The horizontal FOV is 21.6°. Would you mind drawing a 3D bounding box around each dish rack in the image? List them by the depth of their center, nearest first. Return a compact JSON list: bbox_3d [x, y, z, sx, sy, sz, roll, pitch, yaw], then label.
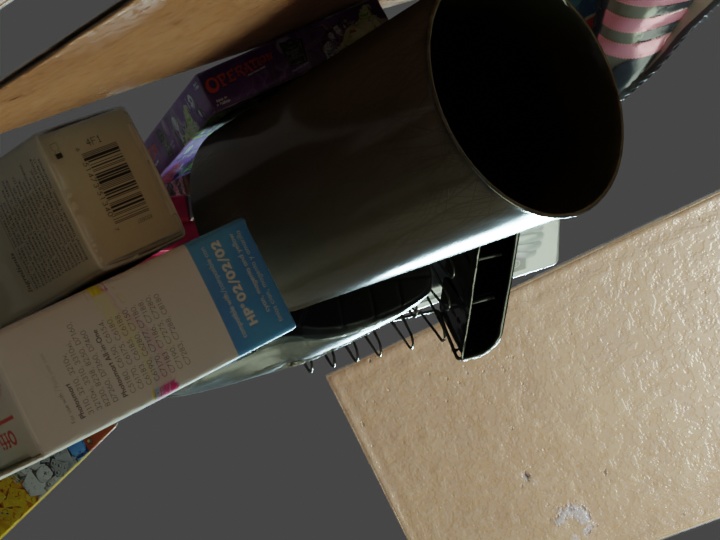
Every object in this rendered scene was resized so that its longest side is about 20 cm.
[{"bbox_3d":[0.000,0.000,1.203,0.198,0.055,0.155,-12,132,-20],"label":"dish rack"}]

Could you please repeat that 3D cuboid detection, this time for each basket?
[{"bbox_3d":[0.016,-0.061,1.019,0.199,0.137,0.180,-23,180,37],"label":"basket"}]

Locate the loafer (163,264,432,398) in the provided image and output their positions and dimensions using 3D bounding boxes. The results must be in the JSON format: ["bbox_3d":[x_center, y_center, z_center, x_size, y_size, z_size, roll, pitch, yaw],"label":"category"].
[{"bbox_3d":[-0.054,0.026,1.132,0.198,0.073,0.072,-13,157,-13],"label":"loafer"}]

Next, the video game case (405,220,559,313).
[{"bbox_3d":[0.041,-0.048,1.239,0.198,0.023,0.183,-17,134,-15],"label":"video game case"}]

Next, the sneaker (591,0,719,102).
[{"bbox_3d":[0.170,-0.173,1.159,0.200,0.082,0.070,-50,-176,45],"label":"sneaker"}]

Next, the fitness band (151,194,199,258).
[{"bbox_3d":[-0.162,-0.014,1.271,0.198,0.038,0.144,-7,171,-6],"label":"fitness band"}]

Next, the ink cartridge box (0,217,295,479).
[{"bbox_3d":[-0.147,0.051,0.977,0.199,0.068,0.115,-27,180,-32],"label":"ink cartridge box"}]

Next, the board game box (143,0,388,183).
[{"bbox_3d":[-0.064,-0.102,1.130,0.119,0.032,0.200,-31,180,-21],"label":"board game box"}]

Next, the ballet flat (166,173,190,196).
[{"bbox_3d":[-0.078,-0.077,1.361,0.071,0.070,0.199,-2,-167,42],"label":"ballet flat"}]

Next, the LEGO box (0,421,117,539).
[{"bbox_3d":[-0.237,0.123,1.168,0.149,0.077,0.200,-44,-176,-14],"label":"LEGO box"}]

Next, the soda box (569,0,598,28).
[{"bbox_3d":[0.149,-0.184,1.243,0.199,0.068,0.064,-27,178,15],"label":"soda box"}]

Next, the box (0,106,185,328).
[{"bbox_3d":[-0.190,-0.011,1.032,0.199,0.083,0.068,-25,-179,43],"label":"box"}]
